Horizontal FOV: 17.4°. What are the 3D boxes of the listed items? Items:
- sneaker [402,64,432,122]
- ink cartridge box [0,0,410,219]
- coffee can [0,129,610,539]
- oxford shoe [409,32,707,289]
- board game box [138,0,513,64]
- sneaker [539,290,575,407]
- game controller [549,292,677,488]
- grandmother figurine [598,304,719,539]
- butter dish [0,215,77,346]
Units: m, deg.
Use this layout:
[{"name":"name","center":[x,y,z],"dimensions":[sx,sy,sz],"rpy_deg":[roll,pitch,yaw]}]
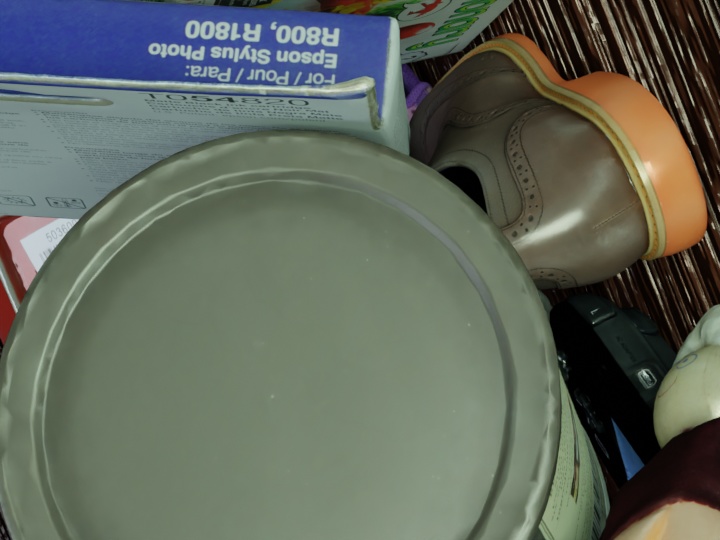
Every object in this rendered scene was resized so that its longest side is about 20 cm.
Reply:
[{"name":"sneaker","center":[-0.010,-0.055,0.960],"dimensions":[0.200,0.080,0.089],"rpy_deg":[31,139,60]},{"name":"ink cartridge box","center":[-0.086,-0.051,0.675],"dimensions":[0.200,0.198,0.041],"rpy_deg":[77,-163,-81]},{"name":"coffee can","center":[-0.006,0.061,0.677],"dimensions":[0.147,0.146,0.200],"rpy_deg":[61,-179,19]},{"name":"oxford shoe","center":[0.041,-0.032,0.771],"dimensions":[0.072,0.072,0.200],"rpy_deg":[67,169,-10]},{"name":"board game box","center":[-0.009,-0.092,0.737],"dimensions":[0.200,0.125,0.035],"rpy_deg":[145,111,-79]},{"name":"sneaker","center":[0.000,0.000,0.841],"dimensions":[0.200,0.074,0.079],"rpy_deg":[35,-169,-6]},{"name":"game controller","center":[0.119,0.097,0.759],"dimensions":[0.200,0.042,0.105],"rpy_deg":[58,166,36]},{"name":"grandmother figurine","center":[0.083,0.075,0.614],"dimensions":[0.121,0.200,0.061],"rpy_deg":[-32,106,37]},{"name":"butter dish","center":[-0.106,-0.011,1.322],"dimensions":[0.199,0.148,0.200],"rpy_deg":[-15,103,35]}]
